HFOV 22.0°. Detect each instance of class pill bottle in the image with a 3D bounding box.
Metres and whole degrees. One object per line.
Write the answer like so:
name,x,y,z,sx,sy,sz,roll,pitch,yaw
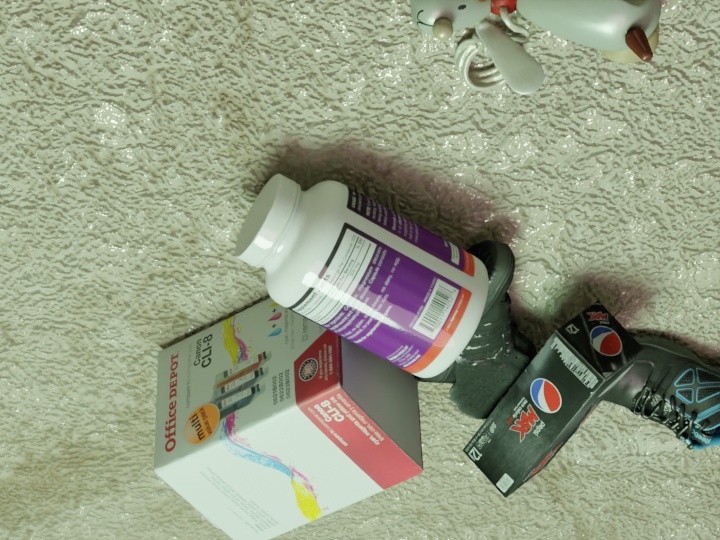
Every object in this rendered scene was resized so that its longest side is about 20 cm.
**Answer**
pill bottle,0.000,0.000,1.538,0.199,0.113,0.113,28,129,-15

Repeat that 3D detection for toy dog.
toy dog,0.144,-0.182,1.382,0.198,0.097,0.132,-19,133,16

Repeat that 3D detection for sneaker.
sneaker,0.293,0.117,1.702,0.198,0.082,0.073,11,137,-11
sneaker,0.116,0.054,1.650,0.103,0.060,0.200,11,132,-24

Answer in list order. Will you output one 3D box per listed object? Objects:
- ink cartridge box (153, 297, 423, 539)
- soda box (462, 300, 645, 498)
ink cartridge box,-0.065,0.125,1.646,0.199,0.146,0.145,-26,131,21
soda box,0.172,0.118,1.673,0.063,0.071,0.200,47,138,14
